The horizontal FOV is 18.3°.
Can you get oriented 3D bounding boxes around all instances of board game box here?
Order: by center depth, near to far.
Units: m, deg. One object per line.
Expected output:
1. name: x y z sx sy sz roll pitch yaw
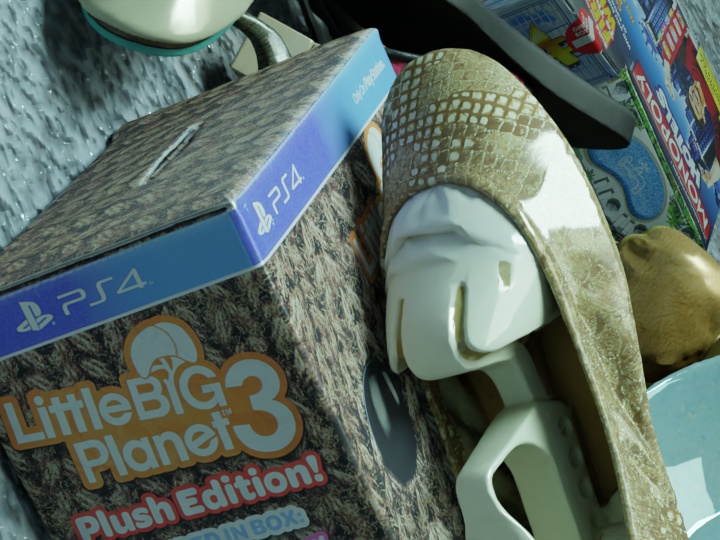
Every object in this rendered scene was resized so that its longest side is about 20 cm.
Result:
1. board game box: -0.015 0.053 0.675 0.201 0.096 0.160 65 22 -16
2. board game box: 0.103 -0.104 1.042 0.201 0.061 0.200 64 25 -14

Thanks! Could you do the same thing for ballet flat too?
1. ballet flat: 0.044 0.035 0.617 0.065 0.070 0.201 -19 86 -54
2. ballet flat: -0.055 -0.137 0.773 0.070 0.069 0.200 62 17 -20

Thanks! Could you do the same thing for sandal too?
1. sandal: 0.032 -0.081 0.897 0.200 0.075 0.045 28 78 -34

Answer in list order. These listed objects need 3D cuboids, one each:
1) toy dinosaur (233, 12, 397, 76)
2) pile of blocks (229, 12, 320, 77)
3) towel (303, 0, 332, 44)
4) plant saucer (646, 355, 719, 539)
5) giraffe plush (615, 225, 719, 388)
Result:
1. toy dinosaur: 0.000 0.000 0.771 0.200 0.102 0.077 47 18 -17
2. pile of blocks: 0.010 -0.029 0.871 0.200 0.082 0.062 31 87 -38
3. towel: 0.025 -0.110 1.011 0.145 0.023 0.200 69 22 -3
4. plant saucer: 0.151 0.116 0.690 0.039 0.200 0.202 100 -10 -53
5. giraffe plush: 0.109 0.089 0.845 0.172 0.162 0.200 40 -4 -30
